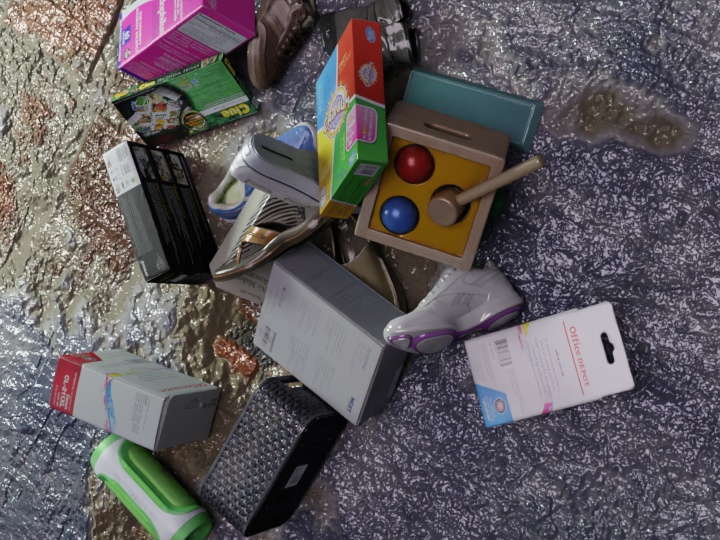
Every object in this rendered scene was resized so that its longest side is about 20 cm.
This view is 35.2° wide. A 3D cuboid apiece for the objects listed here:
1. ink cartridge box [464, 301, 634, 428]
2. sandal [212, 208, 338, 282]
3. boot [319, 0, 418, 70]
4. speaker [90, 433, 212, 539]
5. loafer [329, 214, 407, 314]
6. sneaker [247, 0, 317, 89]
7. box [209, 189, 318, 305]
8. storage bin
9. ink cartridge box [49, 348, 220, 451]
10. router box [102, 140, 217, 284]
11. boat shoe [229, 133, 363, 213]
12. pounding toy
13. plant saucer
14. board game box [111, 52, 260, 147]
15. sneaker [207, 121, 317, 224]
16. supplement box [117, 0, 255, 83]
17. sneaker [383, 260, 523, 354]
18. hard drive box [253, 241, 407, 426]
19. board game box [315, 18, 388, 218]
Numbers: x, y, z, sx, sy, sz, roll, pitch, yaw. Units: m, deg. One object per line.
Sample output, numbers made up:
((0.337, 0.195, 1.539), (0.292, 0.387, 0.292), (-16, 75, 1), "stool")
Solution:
((0.244, 0.118, 1.436), (0.198, 0.068, 0.116), (-18, 81, 25), "ink cartridge box")
((-0.118, -0.044, 1.511), (0.199, 0.082, 0.055), (-30, 91, 29), "sandal")
((0.019, -0.279, 1.560), (0.129, 0.068, 0.202), (-10, 84, 22), "boot")
((-0.312, 0.330, 1.688), (0.200, 0.088, 0.089), (41, 105, 21), "speaker")
((0.000, 0.000, 1.558), (0.076, 0.067, 0.202), (-29, 76, 22), "loafer")
((-0.104, -0.353, 1.617), (0.075, 0.070, 0.202), (17, 96, 24), "sneaker")
((-0.129, -0.058, 1.597), (0.201, 0.082, 0.069), (-59, 28, 17), "box")
((-0.117, 0.253, 1.568), (0.093, 0.135, 0.201), (34, 103, 22), "storage bin")
((-0.330, 0.187, 1.667), (0.198, 0.145, 0.084), (18, 97, 25), "ink cartridge box")
((-0.284, -0.081, 1.652), (0.051, 0.149, 0.202), (-25, 78, 22), "router box")
((-0.081, -0.120, 1.506), (0.067, 0.199, 0.074), (-38, 39, 39), "boat shoe")
((0.112, -0.106, 1.417), (0.198, 0.142, 0.186), (18, 116, 4), "pounding toy")
((0.144, -0.217, 1.523), (0.198, 0.019, 0.071), (20, 97, 24), "plant saucer")
((-0.258, -0.247, 1.676), (0.198, 0.105, 0.024), (-15, 42, 24), "board game box")
((-0.136, -0.136, 1.622), (0.200, 0.077, 0.076), (-42, 70, 17), "sneaker")
((-0.251, -0.354, 1.633), (0.199, 0.103, 0.102), (-24, 58, 36), "supplement box")
((0.109, 0.045, 1.460), (0.100, 0.198, 0.075), (64, 152, 20), "sneaker")
((-0.038, 0.086, 1.535), (0.199, 0.077, 0.157), (37, 132, 22), "hard drive box")
((-0.013, -0.189, 1.435), (0.153, 0.040, 0.202), (129, 143, -58), "board game box")
